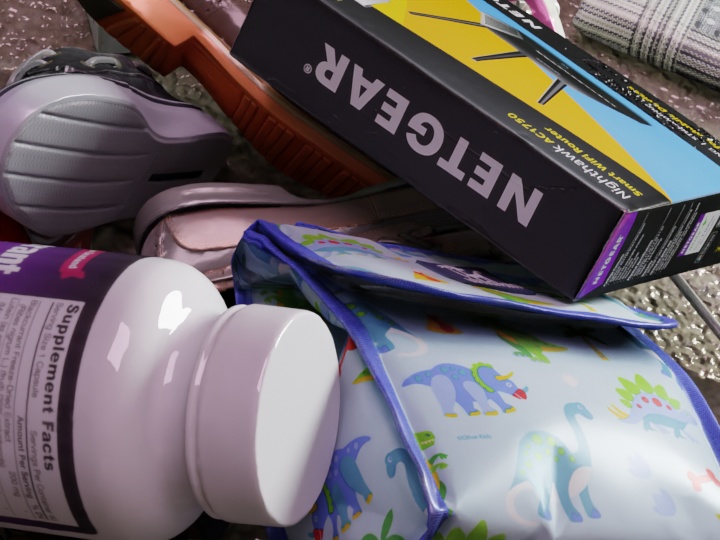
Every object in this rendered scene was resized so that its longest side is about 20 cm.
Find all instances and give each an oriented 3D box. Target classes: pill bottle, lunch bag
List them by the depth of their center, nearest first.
[{"bbox_3d":[-0.115,0.046,1.131,0.200,0.112,0.111,6,46,21],"label":"pill bottle"},{"bbox_3d":[0.048,0.063,1.203,0.170,0.128,0.200,10,39,-31],"label":"lunch bag"}]

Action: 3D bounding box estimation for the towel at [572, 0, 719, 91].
[{"bbox_3d":[0.231,-0.153,1.502,0.192,0.035,0.200,24,49,12],"label":"towel"}]

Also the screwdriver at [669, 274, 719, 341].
[{"bbox_3d":[0.162,0.029,1.341,0.028,0.029,0.200,-21,52,-25],"label":"screwdriver"}]

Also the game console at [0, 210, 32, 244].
[{"bbox_3d":[-0.271,-0.013,1.241,0.200,0.119,0.172,-36,99,-33],"label":"game console"}]

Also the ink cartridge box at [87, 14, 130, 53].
[{"bbox_3d":[-0.078,-0.210,1.467,0.144,0.084,0.200,-6,50,-13],"label":"ink cartridge box"}]

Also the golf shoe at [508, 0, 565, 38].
[{"bbox_3d":[0.073,-0.120,1.421,0.091,0.075,0.200,18,55,-55],"label":"golf shoe"}]

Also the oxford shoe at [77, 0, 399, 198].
[{"bbox_3d":[-0.035,-0.098,1.347,0.200,0.071,0.073,39,73,-8],"label":"oxford shoe"}]

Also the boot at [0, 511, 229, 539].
[{"bbox_3d":[-0.131,0.115,1.200,0.097,0.075,0.200,17,50,35],"label":"boot"}]

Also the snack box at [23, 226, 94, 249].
[{"bbox_3d":[-0.208,0.021,1.282,0.072,0.024,0.200,32,52,20],"label":"snack box"}]

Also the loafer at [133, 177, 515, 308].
[{"bbox_3d":[0.000,0.000,1.304,0.200,0.072,0.063,-1,48,-8],"label":"loafer"}]

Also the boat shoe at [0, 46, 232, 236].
[{"bbox_3d":[-0.128,-0.061,1.288,0.071,0.072,0.200,39,10,17],"label":"boat shoe"}]

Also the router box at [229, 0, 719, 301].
[{"bbox_3d":[0.063,-0.067,1.280,0.200,0.051,0.149,36,24,23],"label":"router box"}]
